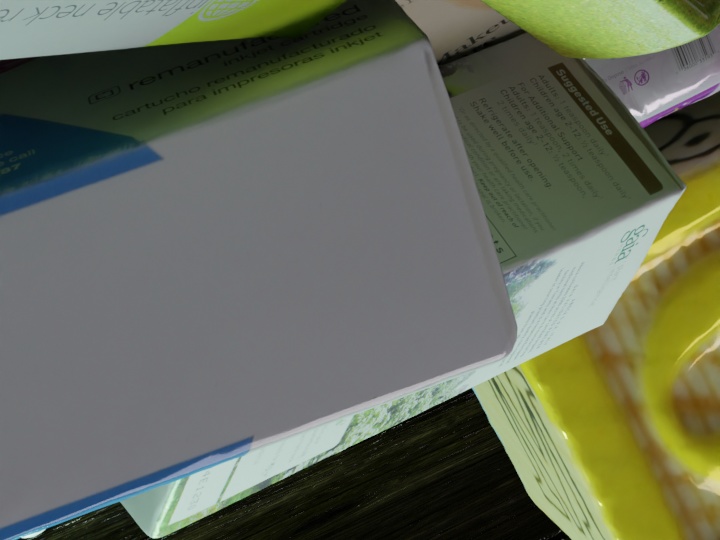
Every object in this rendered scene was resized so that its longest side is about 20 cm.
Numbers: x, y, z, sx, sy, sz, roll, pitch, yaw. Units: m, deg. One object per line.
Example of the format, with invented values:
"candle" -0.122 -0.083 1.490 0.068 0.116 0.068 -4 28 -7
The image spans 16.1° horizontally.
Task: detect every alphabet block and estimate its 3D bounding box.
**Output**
"alphabet block" 0.155 0.023 1.233 0.195 0.197 0.200 -32 -163 -5

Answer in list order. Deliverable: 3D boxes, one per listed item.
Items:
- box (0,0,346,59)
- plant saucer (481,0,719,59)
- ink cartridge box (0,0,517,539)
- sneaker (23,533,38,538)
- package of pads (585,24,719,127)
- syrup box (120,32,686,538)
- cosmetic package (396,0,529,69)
"box" -0.082 -0.099 0.484 0.048 0.122 0.200 -34 169 32
"plant saucer" 0.099 -0.148 0.696 0.200 0.048 0.200 -54 154 8
"ink cartridge box" -0.061 -0.026 0.646 0.144 0.085 0.200 -20 -158 -6
"sneaker" -0.233 0.121 1.167 0.200 0.075 0.081 -34 154 4
"package of pads" 0.059 -0.070 1.027 0.200 0.076 0.120 -27 -176 -13
"syrup box" 0.000 0.000 0.819 0.200 0.081 0.079 -25 156 -33
"cosmetic package" 0.025 -0.106 0.847 0.105 0.071 0.200 -32 168 6
